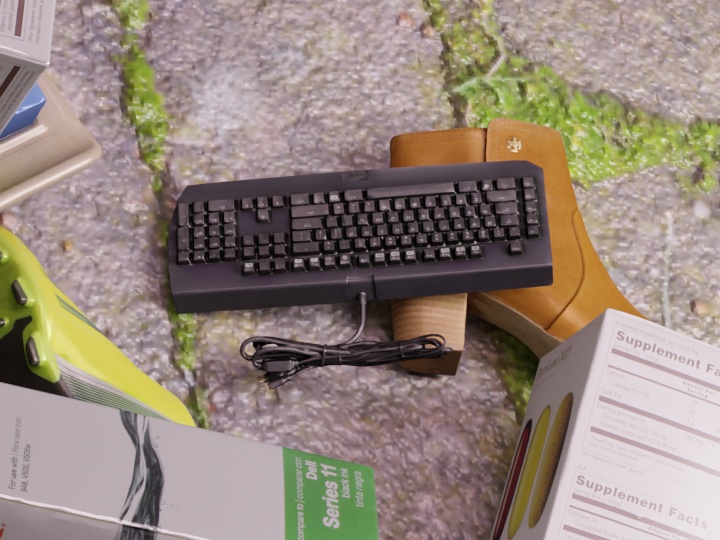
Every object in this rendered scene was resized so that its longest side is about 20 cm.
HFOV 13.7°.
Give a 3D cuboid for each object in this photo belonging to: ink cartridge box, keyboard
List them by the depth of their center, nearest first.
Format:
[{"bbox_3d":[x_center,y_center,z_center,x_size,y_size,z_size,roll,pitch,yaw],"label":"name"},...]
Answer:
[{"bbox_3d":[-0.108,0.145,1.384,0.200,0.147,0.083,14,37,-13],"label":"ink cartridge box"},{"bbox_3d":[0.000,0.000,1.552,0.200,0.021,0.127,-5,60,2],"label":"keyboard"}]

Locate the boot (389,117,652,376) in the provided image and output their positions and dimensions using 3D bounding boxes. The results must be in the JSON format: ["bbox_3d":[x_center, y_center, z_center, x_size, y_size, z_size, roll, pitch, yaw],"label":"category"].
[{"bbox_3d":[0.111,-0.009,1.605,0.201,0.071,0.144,8,65,-9],"label":"boot"}]

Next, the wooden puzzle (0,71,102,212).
[{"bbox_3d":[-0.244,-0.099,1.422,0.185,0.046,0.200,-29,76,-31],"label":"wooden puzzle"}]

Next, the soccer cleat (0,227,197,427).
[{"bbox_3d":[-0.137,0.060,1.494,0.200,0.065,0.084,51,27,17],"label":"soccer cleat"}]

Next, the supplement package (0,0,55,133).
[{"bbox_3d":[-0.206,-0.157,1.350,0.111,0.156,0.200,14,62,-20],"label":"supplement package"}]

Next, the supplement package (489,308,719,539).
[{"bbox_3d":[0.129,0.138,1.479,0.109,0.114,0.200,20,70,-9],"label":"supplement package"}]
